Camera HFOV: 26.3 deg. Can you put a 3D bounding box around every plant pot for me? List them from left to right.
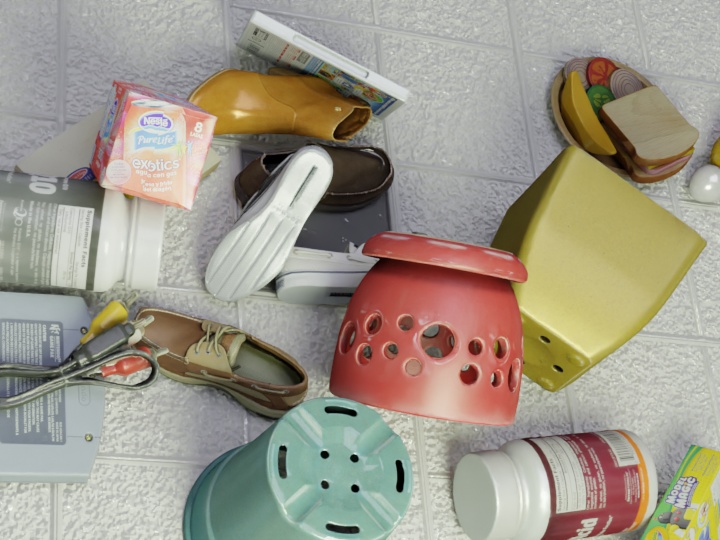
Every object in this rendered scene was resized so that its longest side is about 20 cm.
[{"bbox_3d":[-0.051,0.228,1.508,0.200,0.196,0.200,11,60,-19],"label":"plant pot"},{"bbox_3d":[0.079,0.059,1.623,0.200,0.200,0.183,11,88,-18],"label":"plant pot"},{"bbox_3d":[0.236,0.020,1.762,0.194,0.196,0.200,35,62,-2],"label":"plant pot"}]

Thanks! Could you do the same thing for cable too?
[{"bbox_3d":[-0.283,0.102,1.541,0.200,0.050,0.097,-29,84,-21],"label":"cable"}]

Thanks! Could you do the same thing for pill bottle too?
[{"bbox_3d":[-0.304,-0.039,1.577,0.200,0.114,0.114,6,60,-9],"label":"pill bottle"},{"bbox_3d":[0.209,0.236,1.667,0.200,0.114,0.114,-3,64,-25],"label":"pill bottle"}]

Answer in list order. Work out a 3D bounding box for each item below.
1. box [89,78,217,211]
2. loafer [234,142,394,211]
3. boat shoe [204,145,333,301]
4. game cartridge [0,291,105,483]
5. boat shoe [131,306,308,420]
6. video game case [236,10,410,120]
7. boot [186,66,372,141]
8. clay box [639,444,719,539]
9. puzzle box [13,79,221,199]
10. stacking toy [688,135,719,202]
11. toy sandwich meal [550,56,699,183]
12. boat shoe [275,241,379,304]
[{"bbox_3d":[-0.217,-0.133,1.593,0.095,0.200,0.103,15,96,-16],"label":"box"},{"bbox_3d":[-0.043,-0.110,1.775,0.200,0.071,0.073,-12,68,-28],"label":"loafer"},{"bbox_3d":[-0.098,-0.050,1.698,0.072,0.071,0.200,39,90,-11],"label":"boat shoe"},{"bbox_3d":[-0.324,0.118,1.548,0.133,0.042,0.200,7,60,-25],"label":"game cartridge"},{"bbox_3d":[-0.143,0.085,1.619,0.200,0.074,0.076,23,56,-8],"label":"boat shoe"},{"bbox_3d":[-0.046,-0.238,1.807,0.200,0.143,0.018,27,82,-8],"label":"video game case"},{"bbox_3d":[-0.090,-0.179,1.752,0.144,0.071,0.201,26,33,30],"label":"boot"},{"bbox_3d":[0.349,0.302,1.691,0.048,0.115,0.200,14,47,32],"label":"clay box"},{"bbox_3d":[-0.267,-0.115,1.708,0.133,0.025,0.200,46,55,5],"label":"puzzle box"},{"bbox_3d":[0.510,-0.150,2.030,0.200,0.146,0.146,-33,78,-14],"label":"stacking toy"},{"bbox_3d":[0.341,-0.203,1.995,0.205,0.070,0.205,11,59,-18],"label":"toy sandwich meal"},{"bbox_3d":[0.000,0.000,1.738,0.200,0.071,0.070,1,65,-16],"label":"boat shoe"}]
